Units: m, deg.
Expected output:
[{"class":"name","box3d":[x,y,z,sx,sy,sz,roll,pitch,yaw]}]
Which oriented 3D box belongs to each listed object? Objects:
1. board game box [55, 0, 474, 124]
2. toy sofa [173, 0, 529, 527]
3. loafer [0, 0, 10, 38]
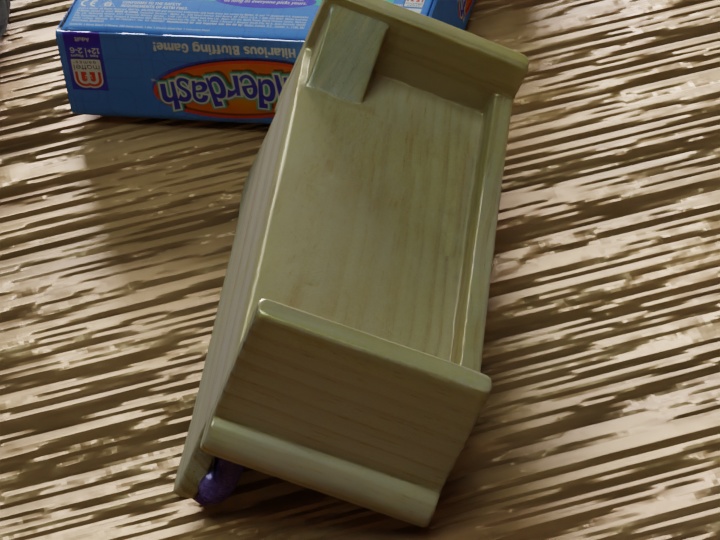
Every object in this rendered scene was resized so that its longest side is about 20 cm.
[{"class":"board game box","box3d":[-0.025,-0.135,1.106,0.151,0.045,0.200,4,40,14]},{"class":"toy sofa","box3d":[0.000,0.000,0.917,0.083,0.098,0.200,19,39,-7]},{"class":"loafer","box3d":[-0.185,-0.103,1.074,0.063,0.072,0.200,-9,41,8]}]
